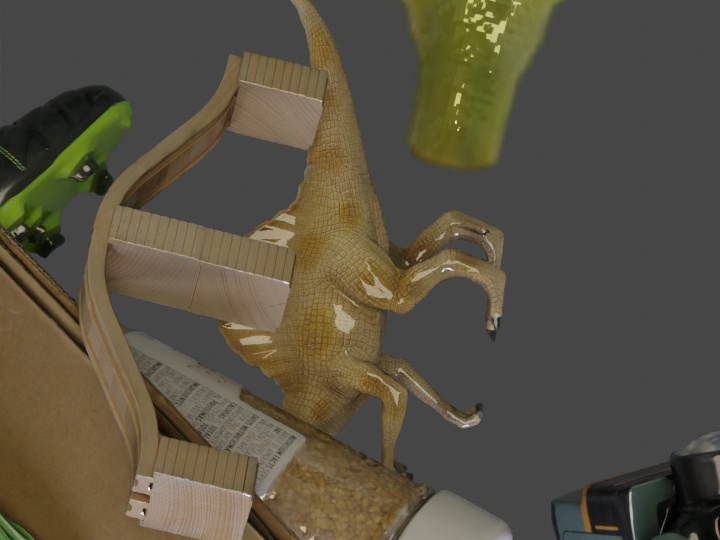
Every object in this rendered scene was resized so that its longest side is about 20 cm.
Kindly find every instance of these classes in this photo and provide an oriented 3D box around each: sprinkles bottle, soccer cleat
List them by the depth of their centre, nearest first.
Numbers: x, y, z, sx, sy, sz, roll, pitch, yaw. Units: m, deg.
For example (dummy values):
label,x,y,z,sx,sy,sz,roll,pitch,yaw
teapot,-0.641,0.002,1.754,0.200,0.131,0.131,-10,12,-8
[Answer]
label,x,y,z,sx,sy,sz,roll,pitch,yaw
sprinkles bottle,-0.049,0.071,0.899,0.199,0.068,0.069,27,89,16
soccer cleat,-0.171,-0.012,0.925,0.200,0.068,0.081,-38,82,-1

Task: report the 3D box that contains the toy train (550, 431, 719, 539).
label,x,y,z,sx,sy,sz,roll,pitch,yaw
toy train,0.128,0.153,0.913,0.085,0.114,0.201,-15,94,-25

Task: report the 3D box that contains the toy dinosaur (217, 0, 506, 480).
label,x,y,z,sx,sy,sz,roll,pitch,yaw
toy dinosaur,0.000,0.000,0.934,0.100,0.058,0.202,7,89,-1

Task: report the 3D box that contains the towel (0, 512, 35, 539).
label,x,y,z,sx,sy,sz,roll,pitch,yaw
towel,-0.192,0.102,0.883,0.200,0.023,0.153,40,115,13

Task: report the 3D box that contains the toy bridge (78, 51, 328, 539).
label,x,y,z,sx,sy,sz,roll,pitch,yaw
toy bridge,-0.055,-0.002,0.858,0.067,0.027,0.201,13,46,-5

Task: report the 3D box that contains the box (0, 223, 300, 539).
label,x,y,z,sx,sy,sz,roll,pitch,yaw
box,-0.126,0.109,0.882,0.163,0.021,0.200,44,114,18
